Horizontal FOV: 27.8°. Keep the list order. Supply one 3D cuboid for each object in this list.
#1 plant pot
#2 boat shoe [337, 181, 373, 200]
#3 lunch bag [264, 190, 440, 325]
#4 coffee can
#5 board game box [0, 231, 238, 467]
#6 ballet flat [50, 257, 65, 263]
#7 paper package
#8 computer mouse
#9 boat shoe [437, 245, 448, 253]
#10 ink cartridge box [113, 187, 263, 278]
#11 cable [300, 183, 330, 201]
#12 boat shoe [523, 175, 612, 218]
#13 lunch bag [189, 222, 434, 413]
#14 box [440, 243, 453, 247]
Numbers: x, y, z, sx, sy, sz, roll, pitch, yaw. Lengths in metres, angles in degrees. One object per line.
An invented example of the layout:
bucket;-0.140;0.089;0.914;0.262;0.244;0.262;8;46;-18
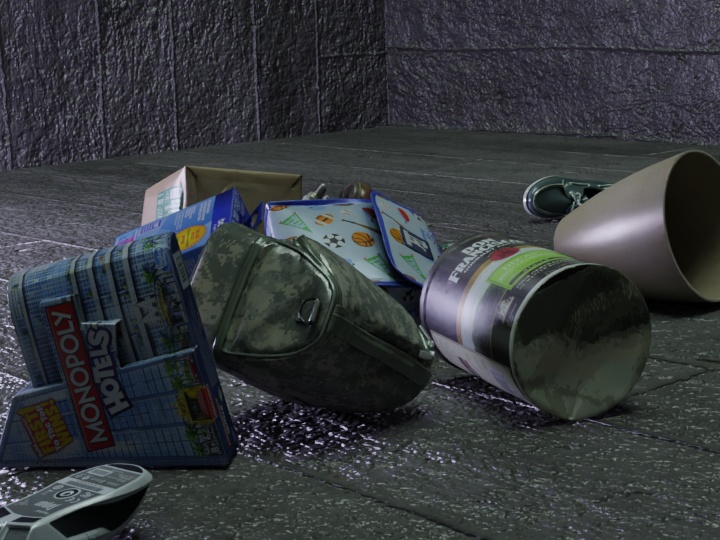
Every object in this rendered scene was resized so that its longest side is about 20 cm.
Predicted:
plant pot;0.350;-0.041;1.832;0.200;0.187;0.187;-11;1;45
boat shoe;-0.007;-0.032;1.782;0.068;0.200;0.072;12;49;-9
lunch bag;0.000;0.000;1.639;0.200;0.124;0.170;-1;40;-13
coffee can;0.164;0.049;1.403;0.146;0.147;0.200;-6;12;-22
board game box;-0.230;0.089;1.250;0.200;0.200;0.062;-15;8;7
ballet flat;-0.380;0.026;1.847;0.076;0.064;0.200;-4;11;-15
paper package;-0.198;-0.077;2.076;0.190;0.104;0.200;3;-7;-25
computer mouse;-0.229;0.189;1.024;0.200;0.044;0.110;-19;15;-41
boat shoe;0.116;0.002;1.842;0.066;0.070;0.200;-16;16;-10
ink cartridge box;-0.200;-0.020;1.760;0.200;0.076;0.136;-21;27;9
cable;-0.099;-0.022;1.757;0.200;0.050;0.097;-46;10;6
boat shoe;0.370;-0.125;2.490;0.200;0.073;0.062;-2;6;-31
lunch bag;-0.042;0.053;1.332;0.168;0.139;0.200;18;-10;36
box;0.148;-0.004;1.984;0.144;0.036;0.200;-9;12;-33
